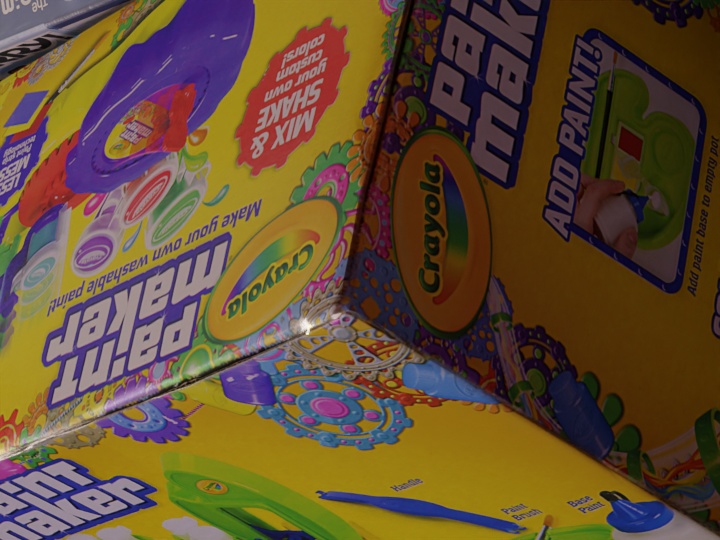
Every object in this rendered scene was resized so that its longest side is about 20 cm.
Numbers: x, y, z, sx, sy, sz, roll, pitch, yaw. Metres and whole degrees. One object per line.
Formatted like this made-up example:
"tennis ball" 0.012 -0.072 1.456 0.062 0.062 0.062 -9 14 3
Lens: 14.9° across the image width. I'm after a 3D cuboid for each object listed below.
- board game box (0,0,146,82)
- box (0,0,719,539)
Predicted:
"board game box" -0.008 -0.074 0.675 0.199 0.035 0.135 -16 165 39
"box" 0.016 0.028 0.630 0.192 0.122 0.200 31 146 -30
